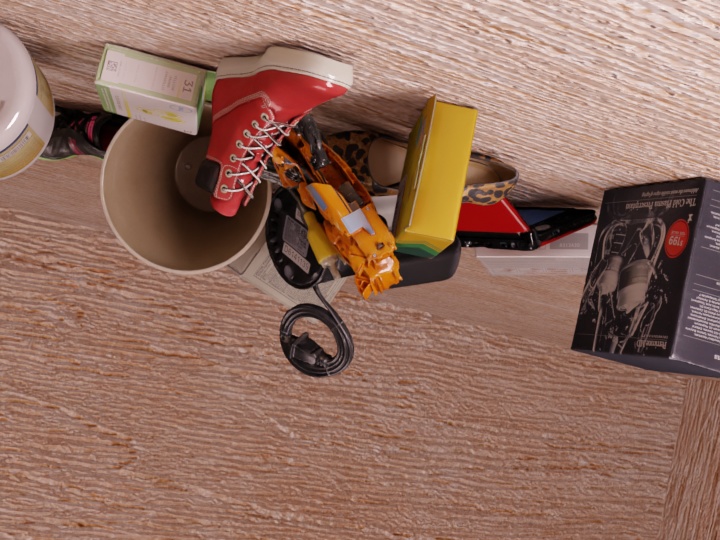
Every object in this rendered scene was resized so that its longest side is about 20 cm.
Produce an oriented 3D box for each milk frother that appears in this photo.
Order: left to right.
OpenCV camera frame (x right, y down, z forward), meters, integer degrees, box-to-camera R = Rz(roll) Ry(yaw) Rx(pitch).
[{"bbox_3d":[0.000,0.000,1.637,0.187,0.201,0.181,-11,-128,-37],"label":"milk frother"}]

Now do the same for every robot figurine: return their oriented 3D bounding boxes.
[{"bbox_3d":[-0.031,-0.074,1.406,0.200,0.058,0.145,55,173,19],"label":"robot figurine"}]

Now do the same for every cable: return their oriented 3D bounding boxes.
[{"bbox_3d":[-0.051,-0.084,1.499,0.200,0.097,0.050,52,151,6],"label":"cable"}]

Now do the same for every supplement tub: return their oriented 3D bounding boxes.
[{"bbox_3d":[-0.385,-0.167,1.448,0.143,0.145,0.200,12,174,-3],"label":"supplement tub"}]

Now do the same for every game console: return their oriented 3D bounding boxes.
[{"bbox_3d":[0.152,-0.090,1.726,0.172,0.120,0.199,-22,-164,-32],"label":"game console"}]

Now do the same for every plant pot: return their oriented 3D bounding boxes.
[{"bbox_3d":[-0.182,-0.104,1.637,0.186,0.189,0.200,12,-171,1],"label":"plant pot"}]

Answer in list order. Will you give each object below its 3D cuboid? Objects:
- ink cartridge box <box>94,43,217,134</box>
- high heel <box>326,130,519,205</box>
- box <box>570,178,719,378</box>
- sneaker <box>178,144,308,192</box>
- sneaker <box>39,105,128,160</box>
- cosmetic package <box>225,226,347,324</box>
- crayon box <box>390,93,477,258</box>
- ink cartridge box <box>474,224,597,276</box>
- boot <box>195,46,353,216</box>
[{"bbox_3d":[-0.161,-0.170,1.451,0.199,0.048,0.146,15,174,-5],"label":"ink cartridge box"},{"bbox_3d":[0.062,-0.114,1.497,0.199,0.072,0.142,19,160,-39],"label":"high heel"},{"bbox_3d":[0.326,0.010,1.495,0.103,0.183,0.200,14,174,-20],"label":"box"},{"bbox_3d":[-0.141,-0.120,1.802,0.199,0.073,0.072,13,173,-28],"label":"sneaker"},{"bbox_3d":[-0.336,-0.172,1.777,0.198,0.077,0.084,9,158,-4],"label":"sneaker"},{"bbox_3d":[-0.102,-0.021,1.810,0.087,0.104,0.200,34,177,31],"label":"cosmetic package"},{"bbox_3d":[0.069,-0.085,1.374,0.050,0.128,0.200,12,175,-2],"label":"crayon box"},{"bbox_3d":[0.242,-0.026,1.927,0.160,0.050,0.200,0,175,12],"label":"ink cartridge box"},{"bbox_3d":[-0.080,-0.118,1.277,0.072,0.145,0.200,17,172,-31],"label":"boot"}]
